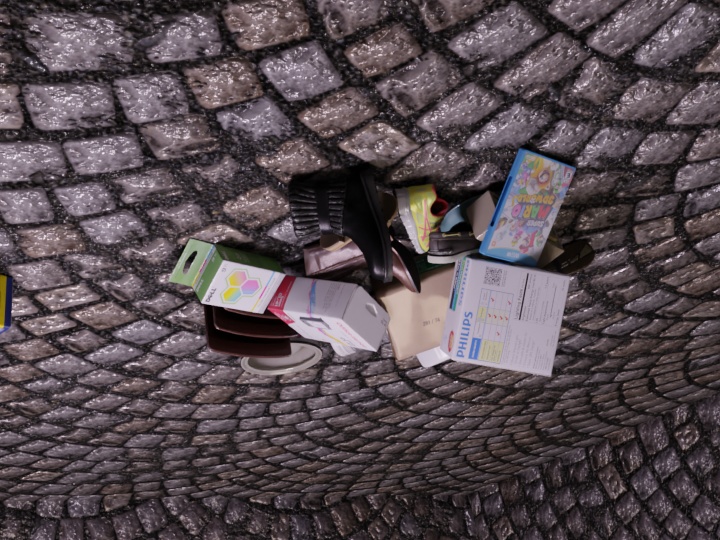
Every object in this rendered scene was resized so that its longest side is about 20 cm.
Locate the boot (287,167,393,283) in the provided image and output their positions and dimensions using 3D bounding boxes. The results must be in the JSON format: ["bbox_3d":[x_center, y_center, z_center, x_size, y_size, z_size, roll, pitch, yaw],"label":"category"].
[{"bbox_3d":[-0.034,-0.066,1.457,0.157,0.212,0.079,-14,169,-2],"label":"boot"}]

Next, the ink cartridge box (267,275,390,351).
[{"bbox_3d":[-0.063,0.084,1.701,0.199,0.086,0.148,8,155,39],"label":"ink cartridge box"}]

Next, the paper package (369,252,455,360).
[{"bbox_3d":[0.136,0.066,1.777,0.199,0.104,0.191,-19,125,1],"label":"paper package"}]

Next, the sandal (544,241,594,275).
[{"bbox_3d":[0.424,-0.010,1.885,0.199,0.082,0.055,-24,173,13],"label":"sandal"}]

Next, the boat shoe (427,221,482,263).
[{"bbox_3d":[0.198,-0.062,1.602,0.072,0.061,0.201,3,-165,39],"label":"boat shoe"}]

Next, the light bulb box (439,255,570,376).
[{"bbox_3d":[0.274,0.083,1.621,0.199,0.199,0.125,10,-177,-7],"label":"light bulb box"}]

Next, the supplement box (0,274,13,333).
[{"bbox_3d":[-0.759,0.057,1.546,0.109,0.110,0.200,-29,147,33],"label":"supplement box"}]

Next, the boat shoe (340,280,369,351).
[{"bbox_3d":[-0.025,0.094,1.824,0.200,0.060,0.076,41,131,-11],"label":"boat shoe"}]

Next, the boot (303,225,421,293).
[{"bbox_3d":[0.000,0.000,1.678,0.199,0.064,0.187,-25,108,21],"label":"boot"}]

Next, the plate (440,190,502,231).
[{"bbox_3d":[0.260,-0.097,1.690,0.199,0.026,0.200,-9,153,-4],"label":"plate"}]

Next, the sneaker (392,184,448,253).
[{"bbox_3d":[0.126,-0.097,1.586,0.090,0.078,0.200,-19,153,8],"label":"sneaker"}]

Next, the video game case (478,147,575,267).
[{"bbox_3d":[0.306,-0.112,1.541,0.143,0.018,0.201,11,105,-37],"label":"video game case"}]

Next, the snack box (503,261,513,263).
[{"bbox_3d":[0.297,0.066,1.795,0.067,0.170,0.200,-3,179,21],"label":"snack box"}]

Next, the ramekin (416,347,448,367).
[{"bbox_3d":[0.209,0.151,1.996,0.200,0.098,0.200,-25,175,-2],"label":"ramekin"}]

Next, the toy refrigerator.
[{"bbox_3d":[0.301,-0.079,1.624,0.200,0.076,0.070,22,131,-38],"label":"toy refrigerator"}]

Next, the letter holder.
[{"bbox_3d":[-0.220,0.102,1.786,0.199,0.143,0.101,8,148,-32],"label":"letter holder"}]

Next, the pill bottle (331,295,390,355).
[{"bbox_3d":[0.029,0.116,1.932,0.199,0.114,0.113,-19,152,19],"label":"pill bottle"}]

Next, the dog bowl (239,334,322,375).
[{"bbox_3d":[-0.194,0.182,2.032,0.199,0.074,0.200,-7,153,-4],"label":"dog bowl"}]

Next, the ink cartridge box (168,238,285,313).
[{"bbox_3d":[-0.258,0.014,1.646,0.199,0.059,0.104,14,117,-39],"label":"ink cartridge box"}]

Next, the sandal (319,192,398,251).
[{"bbox_3d":[0.017,-0.083,1.577,0.069,0.078,0.211,20,149,-38],"label":"sandal"}]
